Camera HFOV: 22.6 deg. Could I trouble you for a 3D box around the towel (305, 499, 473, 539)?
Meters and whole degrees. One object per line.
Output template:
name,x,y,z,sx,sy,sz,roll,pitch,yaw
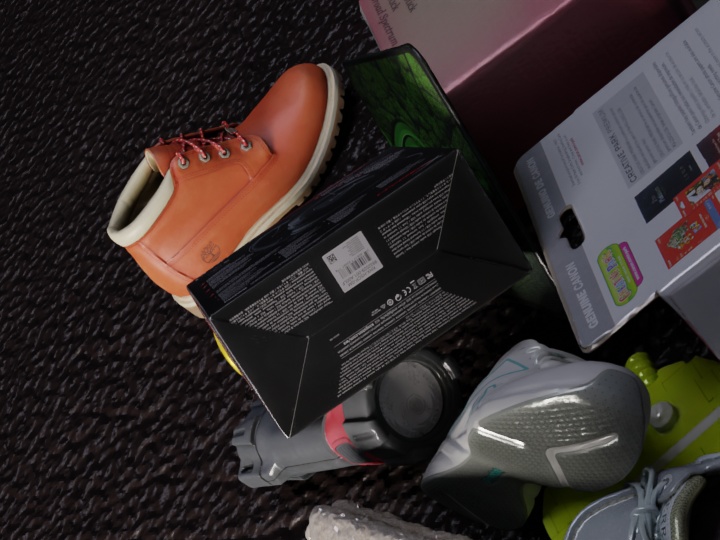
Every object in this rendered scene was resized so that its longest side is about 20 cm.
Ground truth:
towel,0.040,0.190,0.871,0.199,0.034,0.134,6,103,53

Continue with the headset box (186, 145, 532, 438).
headset box,-0.010,0.004,0.959,0.148,0.078,0.200,-34,7,-6

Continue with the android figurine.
android figurine,0.153,0.119,0.856,0.182,0.041,0.201,-42,37,17

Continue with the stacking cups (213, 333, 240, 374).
stacking cups,0.000,0.000,1.136,0.199,0.060,0.061,-31,40,22

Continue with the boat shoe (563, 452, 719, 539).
boat shoe,0.164,0.108,0.766,0.201,0.065,0.075,-9,57,44

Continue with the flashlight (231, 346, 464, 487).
flashlight,-0.012,0.082,1.025,0.200,0.067,0.069,-20,80,65

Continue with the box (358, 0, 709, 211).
box,0.117,-0.149,1.041,0.199,0.109,0.128,-36,41,12

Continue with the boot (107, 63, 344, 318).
boot,-0.092,-0.076,1.260,0.201,0.107,0.075,-56,33,-6

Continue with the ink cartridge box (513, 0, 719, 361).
ink cartridge box,0.179,-0.038,0.884,0.175,0.084,0.201,-38,26,16

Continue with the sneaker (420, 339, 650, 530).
sneaker,0.085,0.065,0.864,0.081,0.070,0.200,-65,8,-22

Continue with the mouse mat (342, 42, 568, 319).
mouse mat,0.048,-0.049,0.978,0.007,0.162,0.200,-33,9,-6
